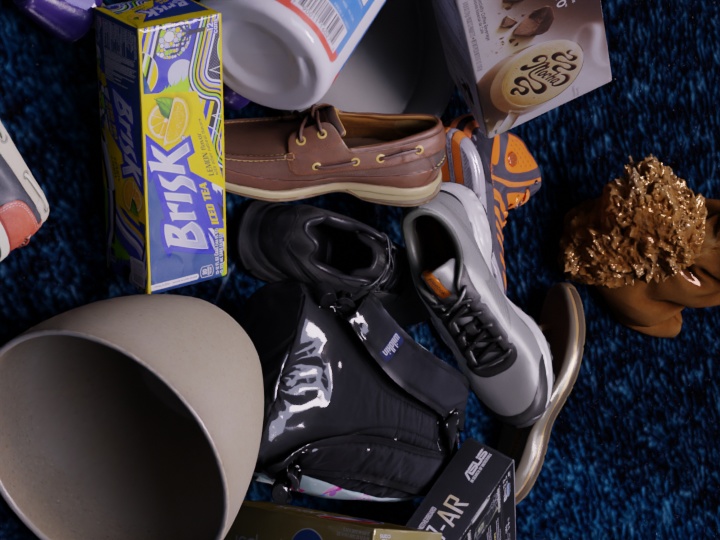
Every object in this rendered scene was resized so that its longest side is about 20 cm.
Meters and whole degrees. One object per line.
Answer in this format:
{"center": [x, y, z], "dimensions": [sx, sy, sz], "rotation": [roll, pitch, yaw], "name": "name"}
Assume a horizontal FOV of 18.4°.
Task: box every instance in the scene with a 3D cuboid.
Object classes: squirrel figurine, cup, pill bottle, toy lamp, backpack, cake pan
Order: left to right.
{"center": [-0.161, -0.172, 1.599], "dimensions": [0.200, 0.058, 0.058], "rotation": [22, 77, -42], "name": "toy lamp"}
{"center": [-0.145, 0.095, 1.545], "dimensions": [0.143, 0.200, 0.201], "rotation": [-46, 120, -50], "name": "cup"}
{"center": [-0.030, -0.222, 1.618], "dimensions": [0.112, 0.112, 0.200], "rotation": [52, 51, -28], "name": "pill bottle"}
{"center": [-0.013, 0.098, 1.685], "dimensions": [0.200, 0.127, 0.167], "rotation": [22, 89, -41], "name": "backpack"}
{"center": [-0.005, -0.185, 1.743], "dimensions": [0.200, 0.037, 0.201], "rotation": [-1, 92, -41], "name": "cake pan"}
{"center": [0.278, -0.020, 1.891], "dimensions": [0.200, 0.186, 0.142], "rotation": [13, 83, -40], "name": "squirrel figurine"}

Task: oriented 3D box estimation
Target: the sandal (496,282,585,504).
{"center": [0.137, 0.099, 1.857], "dimensions": [0.054, 0.080, 0.200], "rotation": [24, 79, -16], "name": "sandal"}

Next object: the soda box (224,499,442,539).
{"center": [-0.033, 0.208, 1.619], "dimensions": [0.068, 0.200, 0.064], "rotation": [9, 85, -40], "name": "soda box"}

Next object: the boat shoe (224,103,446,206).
{"center": [-0.033, -0.096, 1.656], "dimensions": [0.200, 0.072, 0.068], "rotation": [3, 130, -11], "name": "boat shoe"}

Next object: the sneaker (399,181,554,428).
{"center": [0.081, 0.031, 1.703], "dimensions": [0.079, 0.074, 0.200], "rotation": [-18, 82, -63], "name": "sneaker"}

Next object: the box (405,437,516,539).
{"center": [0.064, 0.247, 1.739], "dimensions": [0.160, 0.043, 0.200], "rotation": [-53, 157, -26], "name": "box"}

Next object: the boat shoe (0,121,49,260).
{"center": [-0.273, -0.100, 1.494], "dimensions": [0.063, 0.071, 0.200], "rotation": [-44, 120, -38], "name": "boat shoe"}

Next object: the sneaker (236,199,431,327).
{"center": [0.000, 0.000, 1.717], "dimensions": [0.200, 0.091, 0.076], "rotation": [19, 77, -41], "name": "sneaker"}

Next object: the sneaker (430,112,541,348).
{"center": [0.107, -0.034, 1.818], "dimensions": [0.112, 0.077, 0.200], "rotation": [-29, 123, -50], "name": "sneaker"}

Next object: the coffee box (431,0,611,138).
{"center": [0.118, -0.202, 1.683], "dimensions": [0.113, 0.080, 0.200], "rotation": [-25, 150, -4], "name": "coffee box"}

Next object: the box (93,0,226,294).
{"center": [-0.140, -0.089, 1.572], "dimensions": [0.070, 0.064, 0.200], "rotation": [-15, 119, -31], "name": "box"}
